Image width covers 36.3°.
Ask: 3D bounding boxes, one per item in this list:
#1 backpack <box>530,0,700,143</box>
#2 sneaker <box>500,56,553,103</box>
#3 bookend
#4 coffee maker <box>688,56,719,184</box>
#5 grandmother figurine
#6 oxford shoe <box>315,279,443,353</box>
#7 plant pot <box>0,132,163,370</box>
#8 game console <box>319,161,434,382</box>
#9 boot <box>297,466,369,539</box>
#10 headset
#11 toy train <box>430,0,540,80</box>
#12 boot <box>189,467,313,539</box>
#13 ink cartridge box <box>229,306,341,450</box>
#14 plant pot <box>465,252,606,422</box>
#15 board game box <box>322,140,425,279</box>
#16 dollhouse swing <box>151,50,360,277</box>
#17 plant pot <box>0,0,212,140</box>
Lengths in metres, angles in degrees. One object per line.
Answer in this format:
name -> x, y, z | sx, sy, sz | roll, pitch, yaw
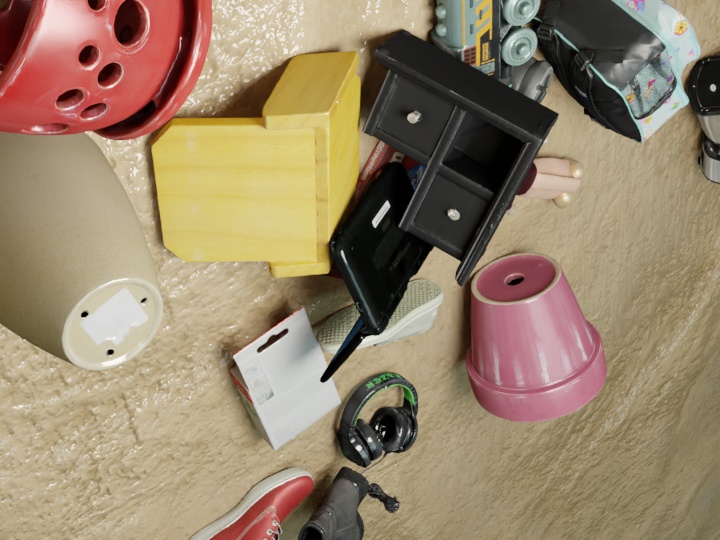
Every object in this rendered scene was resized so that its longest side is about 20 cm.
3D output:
backpack -> 0.318, -0.257, 1.338 | 0.153, 0.176, 0.200 | -42, 145, -2
sneaker -> 0.155, -0.175, 1.331 | 0.201, 0.079, 0.075 | -61, 166, 13
bookend -> 0.081, -0.125, 1.213 | 0.199, 0.199, 0.092 | -64, 172, 32
coffee maker -> 0.589, -0.213, 1.619 | 0.135, 0.192, 0.200 | -58, 145, -15
grandmother figurine -> 0.217, -0.124, 1.448 | 0.199, 0.060, 0.122 | -5, 116, -45
oxford shoe -> 0.029, 0.072, 1.420 | 0.199, 0.075, 0.058 | -23, 134, -35
plant pot -> -0.263, -0.007, 0.974 | 0.187, 0.200, 0.188 | -24, 135, -27
game console -> 0.000, 0.000, 1.270 | 0.176, 0.116, 0.200 | 64, 33, -23
boot -> -0.052, 0.378, 1.559 | 0.132, 0.070, 0.201 | -49, 154, -40
headset -> 0.032, 0.242, 1.548 | 0.123, 0.094, 0.201 | -15, 125, -34
toy train -> 0.133, -0.294, 1.211 | 0.114, 0.085, 0.201 | -21, 134, -17
boot -> -0.118, 0.366, 1.470 | 0.200, 0.144, 0.073 | -37, 139, -16
ink cartridge box -> -0.099, 0.126, 1.362 | 0.109, 0.050, 0.200 | -35, 139, -16
plant pot -> 0.235, 0.083, 1.546 | 0.200, 0.200, 0.180 | -31, 123, -21
board game box -> 0.024, -0.077, 1.333 | 0.103, 0.019, 0.201 | 13, 112, -47
dollhouse swing -> -0.104, -0.116, 1.167 | 0.182, 0.175, 0.201 | -70, 165, -49
plant pot -> -0.227, -0.198, 0.851 | 0.182, 0.200, 0.201 | 9, 115, -49
